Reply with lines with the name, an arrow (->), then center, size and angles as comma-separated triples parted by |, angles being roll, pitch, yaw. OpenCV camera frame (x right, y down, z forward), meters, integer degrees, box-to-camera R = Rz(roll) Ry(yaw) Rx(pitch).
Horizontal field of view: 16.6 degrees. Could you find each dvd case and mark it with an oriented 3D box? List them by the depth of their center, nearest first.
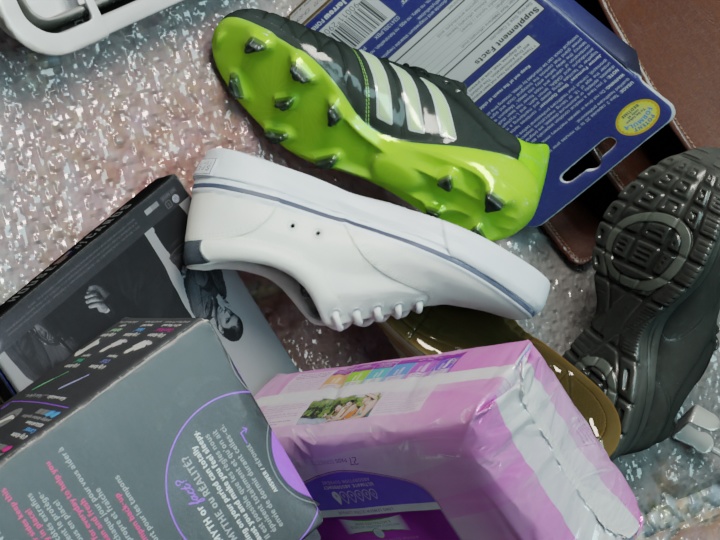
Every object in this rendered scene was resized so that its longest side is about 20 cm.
dvd case -> -0.098, 0.074, 1.284 | 0.150, 0.025, 0.201 | -42, 108, -34

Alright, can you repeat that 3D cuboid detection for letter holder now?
letter holder -> 0.142, -0.120, 1.449 | 0.142, 0.100, 0.201 | -42, 108, -31

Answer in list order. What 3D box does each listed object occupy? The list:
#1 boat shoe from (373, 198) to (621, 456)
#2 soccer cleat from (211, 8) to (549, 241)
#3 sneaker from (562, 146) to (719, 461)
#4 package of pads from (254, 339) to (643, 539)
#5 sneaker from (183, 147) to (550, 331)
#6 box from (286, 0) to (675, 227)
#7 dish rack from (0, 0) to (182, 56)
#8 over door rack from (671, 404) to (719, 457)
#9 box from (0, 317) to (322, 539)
boat shoe -> 0.054, 0.047, 1.356 | 0.074, 0.067, 0.200 | -33, 72, -30
soccer cleat -> 0.011, -0.086, 1.345 | 0.199, 0.068, 0.081 | 31, 43, -1
sneaker -> 0.177, 0.019, 1.442 | 0.090, 0.076, 0.201 | -1, 121, -48
package of pads -> 0.033, 0.106, 1.240 | 0.076, 0.199, 0.121 | -48, 115, -38
sneaker -> 0.000, 0.000, 1.298 | 0.199, 0.073, 0.071 | 18, 82, -7
box -> 0.069, -0.115, 1.383 | 0.200, 0.121, 0.033 | 36, 29, -27
dish rack -> -0.140, -0.214, 1.285 | 0.199, 0.043, 0.173 | -29, 100, -36
over door rack -> 0.241, 0.196, 1.503 | 0.199, 0.067, 0.148 | 33, 64, -13
box -> -0.139, 0.124, 1.174 | 0.200, 0.106, 0.123 | -36, 104, -23
